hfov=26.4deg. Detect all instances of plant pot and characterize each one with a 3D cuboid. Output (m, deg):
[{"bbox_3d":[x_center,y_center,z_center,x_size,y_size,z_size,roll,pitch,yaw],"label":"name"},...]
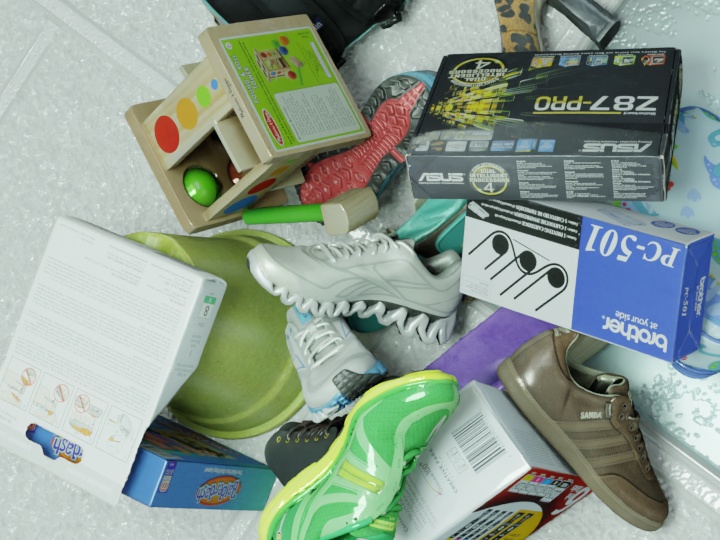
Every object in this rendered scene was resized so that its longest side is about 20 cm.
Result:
[{"bbox_3d":[-0.153,0.045,1.376,0.200,0.184,0.201,-5,78,23],"label":"plant pot"}]

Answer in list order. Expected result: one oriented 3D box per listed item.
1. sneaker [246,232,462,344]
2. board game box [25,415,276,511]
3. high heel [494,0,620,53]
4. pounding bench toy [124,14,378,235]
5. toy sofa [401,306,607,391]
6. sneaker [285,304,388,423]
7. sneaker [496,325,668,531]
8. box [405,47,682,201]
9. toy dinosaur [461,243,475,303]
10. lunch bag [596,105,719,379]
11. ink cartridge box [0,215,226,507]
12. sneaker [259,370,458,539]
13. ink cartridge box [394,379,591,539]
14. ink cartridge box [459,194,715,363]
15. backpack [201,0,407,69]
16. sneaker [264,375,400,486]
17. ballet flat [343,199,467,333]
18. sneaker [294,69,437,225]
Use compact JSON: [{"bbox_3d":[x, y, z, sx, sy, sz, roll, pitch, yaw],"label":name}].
[{"bbox_3d":[0.000,0.000,1.289,0.081,0.200,0.075,-65,28,23],"label":"sneaker"},{"bbox_3d":[-0.186,0.164,1.361,0.152,0.200,0.045,21,90,27],"label":"board game box"},{"bbox_3d":[0.113,-0.192,1.355,0.143,0.071,0.200,42,83,18],"label":"high heel"},{"bbox_3d":[-0.087,-0.092,1.333,0.156,0.124,0.200,-37,77,42],"label":"pounding bench toy"},{"bbox_3d":[0.133,0.065,1.291,0.200,0.098,0.083,-40,68,14],"label":"toy sofa"},{"bbox_3d":[-0.033,0.068,1.291,0.075,0.200,0.087,-33,97,-4],"label":"sneaker"},{"bbox_3d":[0.196,0.126,1.216,0.076,0.070,0.200,-40,111,13],"label":"sneaker"},{"bbox_3d":[0.149,-0.117,1.216,0.199,0.049,0.161,2,40,17],"label":"box"},{"bbox_3d":[0.148,-0.051,1.315,0.200,0.106,0.061,-37,62,21],"label":"toy dinosaur"},{"bbox_3d":[0.266,-0.024,1.223,0.161,0.083,0.200,-30,68,-21],"label":"lunch bag"},{"bbox_3d":[-0.216,0.073,1.275,0.161,0.050,0.200,22,94,26],"label":"ink cartridge box"},{"bbox_3d":[0.011,0.153,1.113,0.200,0.074,0.084,-51,56,19],"label":"sneaker"},{"bbox_3d":[0.080,0.182,1.236,0.175,0.200,0.084,-38,67,14],"label":"ink cartridge box"},{"bbox_3d":[0.169,-0.005,1.178,0.200,0.044,0.094,19,115,37],"label":"ink cartridge box"},{"bbox_3d":[-0.071,-0.292,1.391,0.176,0.200,0.154,-36,48,15],"label":"backpack"},{"bbox_3d":[-0.025,0.145,1.325,0.106,0.075,0.200,46,131,27],"label":"sneaker"},{"bbox_3d":[0.056,-0.027,1.369,0.200,0.067,0.070,-42,43,12],"label":"ballet flat"},{"bbox_3d":[0.023,-0.108,1.387,0.200,0.095,0.079,-39,83,40],"label":"sneaker"}]
